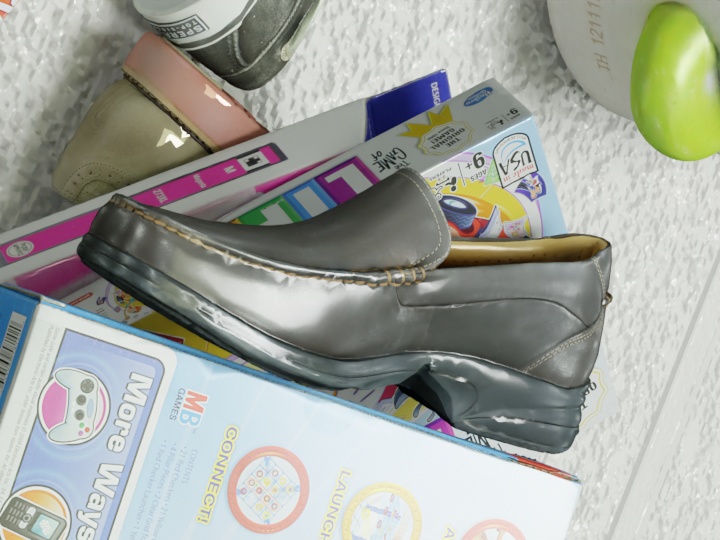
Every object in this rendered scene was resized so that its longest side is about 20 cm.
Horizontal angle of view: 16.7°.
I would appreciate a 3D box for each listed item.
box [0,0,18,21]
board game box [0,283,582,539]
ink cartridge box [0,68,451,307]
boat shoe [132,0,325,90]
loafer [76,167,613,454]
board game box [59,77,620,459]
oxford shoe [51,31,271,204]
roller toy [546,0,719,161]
[{"bbox_3d":[-0.224,-0.079,0.616,0.200,0.122,0.192,-48,134,5],"label":"box"},{"bbox_3d":[-0.051,0.129,0.780,0.195,0.056,0.201,20,87,-23],"label":"board game box"},{"bbox_3d":[-0.045,0.007,0.863,0.199,0.037,0.095,-23,125,-16],"label":"ink cartridge box"},{"bbox_3d":[-0.014,-0.163,0.911,0.064,0.070,0.201,37,78,-43],"label":"boat shoe"},{"bbox_3d":[0.000,0.000,0.780,0.199,0.073,0.073,17,98,-41],"label":"loafer"},{"bbox_3d":[-0.016,0.037,0.851,0.199,0.034,0.135,-28,126,-10],"label":"board game box"},{"bbox_3d":[-0.042,-0.004,0.922,0.074,0.071,0.200,-47,127,-3],"label":"oxford shoe"},{"bbox_3d":[0.173,-0.141,1.054,0.199,0.139,0.184,1,108,-48],"label":"roller toy"}]
